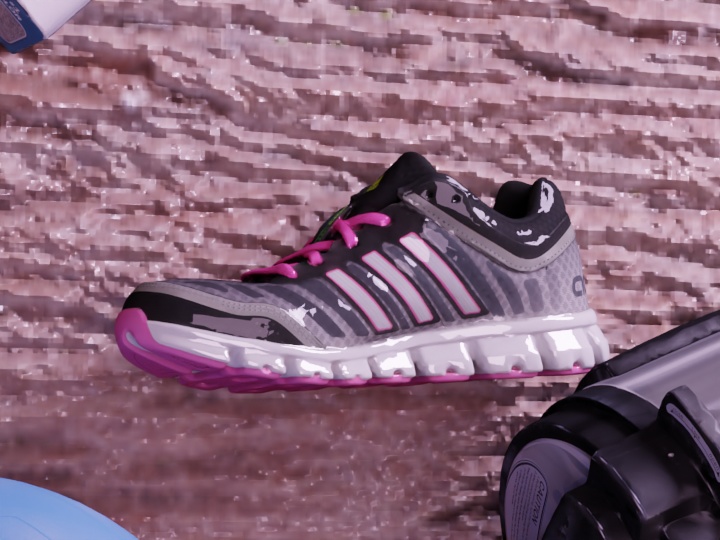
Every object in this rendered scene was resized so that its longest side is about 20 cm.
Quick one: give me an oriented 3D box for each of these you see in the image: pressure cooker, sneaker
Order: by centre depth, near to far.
[{"bbox_3d":[0.144,0.110,1.116,0.199,0.179,0.177,-22,99,-21],"label":"pressure cooker"},{"bbox_3d":[0.000,0.000,1.124,0.199,0.074,0.088,-2,87,-24],"label":"sneaker"}]

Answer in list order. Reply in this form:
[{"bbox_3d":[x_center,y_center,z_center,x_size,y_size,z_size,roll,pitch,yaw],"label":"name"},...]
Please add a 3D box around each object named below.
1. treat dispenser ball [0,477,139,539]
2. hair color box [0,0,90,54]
[{"bbox_3d":[-0.136,0.169,0.996,0.200,0.201,0.202,1,88,-21],"label":"treat dispenser ball"},{"bbox_3d":[-0.082,-0.183,1.103,0.200,0.060,0.100,-43,102,-17],"label":"hair color box"}]
